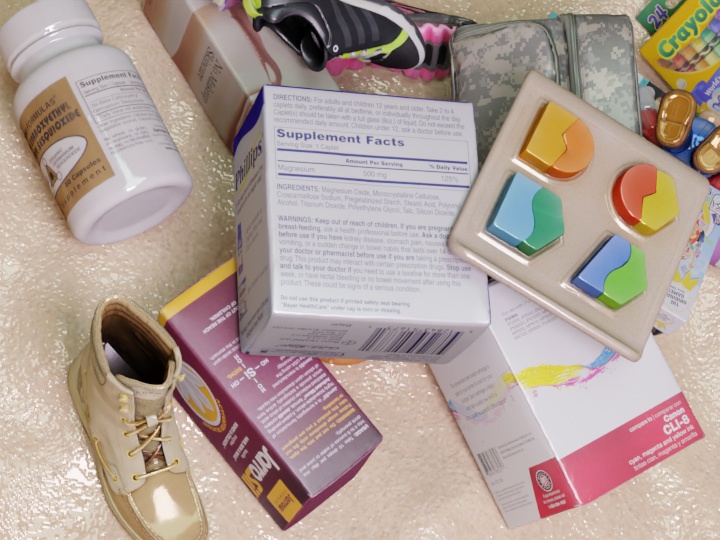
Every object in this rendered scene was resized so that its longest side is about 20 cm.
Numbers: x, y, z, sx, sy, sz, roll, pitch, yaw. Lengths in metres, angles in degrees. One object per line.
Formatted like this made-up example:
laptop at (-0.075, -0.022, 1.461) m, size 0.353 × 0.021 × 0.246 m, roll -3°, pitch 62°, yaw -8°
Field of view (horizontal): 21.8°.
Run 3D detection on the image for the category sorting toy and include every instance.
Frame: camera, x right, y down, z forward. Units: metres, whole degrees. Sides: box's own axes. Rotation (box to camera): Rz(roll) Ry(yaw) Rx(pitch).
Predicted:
sorting toy at (0.184, -0.050, 1.523) m, size 0.185 × 0.036 × 0.201 m, roll 31°, pitch 61°, yaw -9°

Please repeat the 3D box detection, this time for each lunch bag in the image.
lunch bag at (0.162, -0.127, 1.694) m, size 0.167 × 0.139 × 0.201 m, roll -1°, pitch 77°, yaw -3°

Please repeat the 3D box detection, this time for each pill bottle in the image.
pill bottle at (-0.237, -0.133, 1.627) m, size 0.114 × 0.114 × 0.201 m, roll -22°, pitch 74°, yaw -24°

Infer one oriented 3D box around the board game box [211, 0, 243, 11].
board game box at (-0.096, -0.313, 1.692) m, size 0.120 × 0.032 × 0.200 m, roll 53°, pitch 43°, yaw 2°

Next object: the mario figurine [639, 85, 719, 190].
mario figurine at (0.304, -0.124, 1.683) m, size 0.105 × 0.200 × 0.124 m, roll -20°, pitch 84°, yaw 3°

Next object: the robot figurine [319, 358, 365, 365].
robot figurine at (-0.001, 0.000, 1.639) m, size 0.144 × 0.117 × 0.200 m, roll 38°, pitch 63°, yaw -1°

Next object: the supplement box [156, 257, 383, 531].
supplement box at (-0.085, 0.105, 1.569) m, size 0.086 × 0.110 × 0.200 m, roll -36°, pitch 80°, yaw -26°

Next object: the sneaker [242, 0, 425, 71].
sneaker at (-0.028, -0.206, 1.651) m, size 0.199 × 0.072 × 0.083 m, roll 24°, pitch 64°, yaw -35°

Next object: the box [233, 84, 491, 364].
box at (-0.002, -0.036, 1.528) m, size 0.183 × 0.105 × 0.201 m, roll 4°, pitch 68°, yaw -17°

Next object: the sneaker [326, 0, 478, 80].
sneaker at (0.022, -0.237, 1.780) m, size 0.199 × 0.079 × 0.096 m, roll 1°, pitch 55°, yaw -18°

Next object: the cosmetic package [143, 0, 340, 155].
cosmetic package at (-0.107, -0.195, 1.701) m, size 0.087 × 0.103 × 0.200 m, roll -27°, pitch 75°, yaw -25°

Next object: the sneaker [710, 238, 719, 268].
sneaker at (0.396, -0.085, 1.781) m, size 0.114 × 0.073 × 0.201 m, roll 32°, pitch 106°, yaw -6°

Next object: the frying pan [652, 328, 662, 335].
frying pan at (0.233, 0.010, 1.664) m, size 0.114 × 0.190 × 0.031 m, roll 17°, pitch 66°, yaw 17°

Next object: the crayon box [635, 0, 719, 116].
crayon box at (0.364, -0.211, 1.830) m, size 0.200 × 0.126 × 0.052 m, roll 49°, pitch 36°, yaw 9°

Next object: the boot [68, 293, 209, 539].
boot at (-0.170, 0.128, 1.508) m, size 0.072 × 0.156 × 0.201 m, roll -19°, pitch 73°, yaw -23°

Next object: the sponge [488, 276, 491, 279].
sponge at (0.115, -0.065, 1.749) m, size 0.111 × 0.030 × 0.201 m, roll -12°, pitch 71°, yaw -20°

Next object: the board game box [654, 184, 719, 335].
board game box at (0.206, -0.054, 1.576) m, size 0.199 × 0.034 × 0.135 m, roll 31°, pitch 61°, yaw -8°

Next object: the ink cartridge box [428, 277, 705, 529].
ink cartridge box at (0.166, 0.095, 1.613) m, size 0.144 × 0.145 × 0.201 m, roll -25°, pitch 85°, yaw -24°

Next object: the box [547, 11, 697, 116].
box at (0.240, -0.156, 1.815) m, size 0.200 × 0.049 × 0.082 m, roll 36°, pitch 62°, yaw 1°
